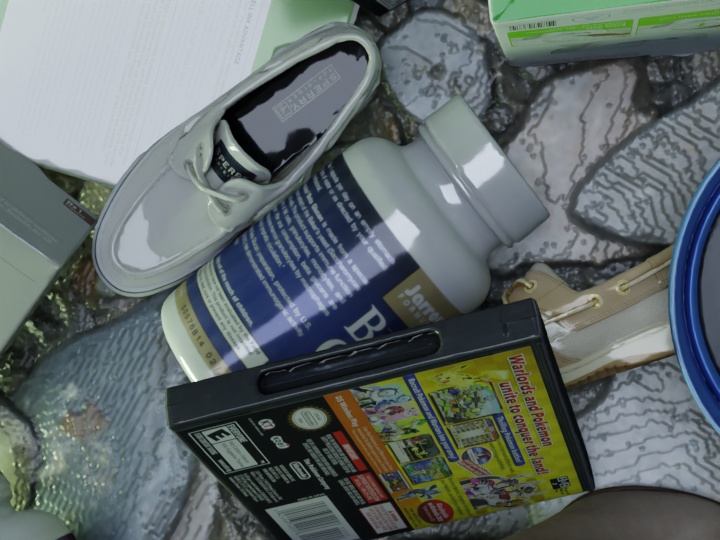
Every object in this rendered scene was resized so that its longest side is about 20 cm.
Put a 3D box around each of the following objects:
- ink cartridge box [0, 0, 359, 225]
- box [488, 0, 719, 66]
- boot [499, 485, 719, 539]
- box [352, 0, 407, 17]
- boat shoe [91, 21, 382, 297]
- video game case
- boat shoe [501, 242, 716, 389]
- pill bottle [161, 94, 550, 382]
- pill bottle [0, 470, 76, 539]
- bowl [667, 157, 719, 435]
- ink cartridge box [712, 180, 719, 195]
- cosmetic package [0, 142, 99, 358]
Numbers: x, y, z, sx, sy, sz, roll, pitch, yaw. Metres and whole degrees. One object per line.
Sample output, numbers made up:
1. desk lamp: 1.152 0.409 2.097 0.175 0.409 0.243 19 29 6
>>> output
1. ink cartridge box: -0.115 -0.116 0.837 0.198 0.048 0.147 16 93 -6
2. box: 0.162 -0.165 0.723 0.197 0.176 0.098 -6 91 10
3. boot: 0.101 0.165 0.751 0.198 0.146 0.071 -18 86 9
4. box: -0.027 -0.221 0.743 0.049 0.200 0.159 -27 86 13
5. boat shoe: -0.067 -0.059 0.788 0.199 0.066 0.072 -37 96 1
6. video game case: 0.019 0.088 0.745 0.179 0.200 0.026 -14 59 9
7. boat shoe: 0.108 0.029 0.791 0.198 0.074 0.070 -18 85 0
8. pill bottle: 0.000 0.000 0.784 0.199 0.111 0.111 -39 84 8
9. pill bottle: -0.190 0.208 0.817 0.112 0.112 0.201 -36 84 8
10. bowl: 0.250 0.011 0.712 0.198 0.039 0.203 1 94 10
11. ink cartridge box: 0.287 -0.071 0.758 0.200 0.067 0.117 -42 86 7
12. cosmetic package: -0.246 0.024 0.810 0.106 0.090 0.201 35 112 -8
